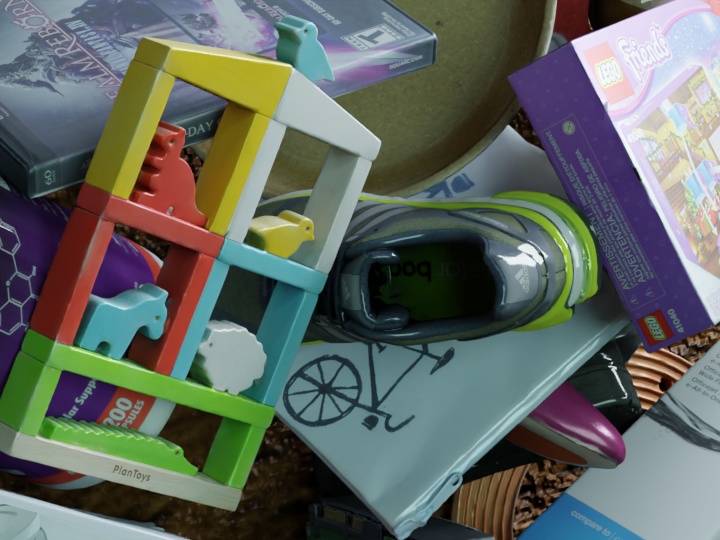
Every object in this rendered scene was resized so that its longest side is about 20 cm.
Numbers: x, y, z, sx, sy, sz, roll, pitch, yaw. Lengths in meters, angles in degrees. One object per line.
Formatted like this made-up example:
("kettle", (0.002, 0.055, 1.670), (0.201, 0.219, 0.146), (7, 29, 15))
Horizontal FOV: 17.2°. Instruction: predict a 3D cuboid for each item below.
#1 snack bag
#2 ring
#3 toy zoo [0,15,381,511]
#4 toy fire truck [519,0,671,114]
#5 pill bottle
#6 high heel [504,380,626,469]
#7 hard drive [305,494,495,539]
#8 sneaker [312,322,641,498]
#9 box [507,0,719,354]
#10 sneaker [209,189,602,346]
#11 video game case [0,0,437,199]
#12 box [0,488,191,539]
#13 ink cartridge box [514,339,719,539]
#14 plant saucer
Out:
("snack bag", (0.024, 0.004, 1.116), (0.188, 0.200, 0.021), (-41, 150, -12))
("ring", (0.132, 0.137, 1.259), (0.200, 0.019, 0.201), (1, 88, -29))
("toy zoo", (-0.063, -0.009, 0.961), (0.131, 0.020, 0.201), (20, 92, -47))
("toy fire truck", (0.111, -0.156, 1.221), (0.199, 0.112, 0.169), (17, 105, -25))
("pill bottle", (-0.168, 0.012, 0.962), (0.200, 0.112, 0.113), (29, 74, -47))
("high heel", (0.060, 0.016, 1.143), (0.200, 0.067, 0.096), (32, 78, 22))
("hard drive", (0.022, 0.214, 1.123), (0.038, 0.140, 0.201), (-6, 95, -27))
("sneaker", (0.066, 0.046, 1.203), (0.199, 0.060, 0.105), (-13, 59, -2))
("box", (0.154, -0.054, 1.101), (0.200, 0.039, 0.137), (-26, 89, -57))
("sneaker", (0.000, 0.000, 1.039), (0.081, 0.199, 0.074), (-15, 98, -63))
("video game case", (-0.088, -0.098, 1.023), (0.199, 0.143, 0.019), (-20, 130, -29))
("box", (-0.175, 0.132, 0.997), (0.176, 0.200, 0.097), (19, 80, -26))
("ink cartridge box", (0.179, 0.138, 1.196), (0.200, 0.084, 0.145), (-41, 135, -23))
("plant saucer", (-0.003, -0.123, 1.129), (0.199, 0.035, 0.201), (-3, 79, 15))
